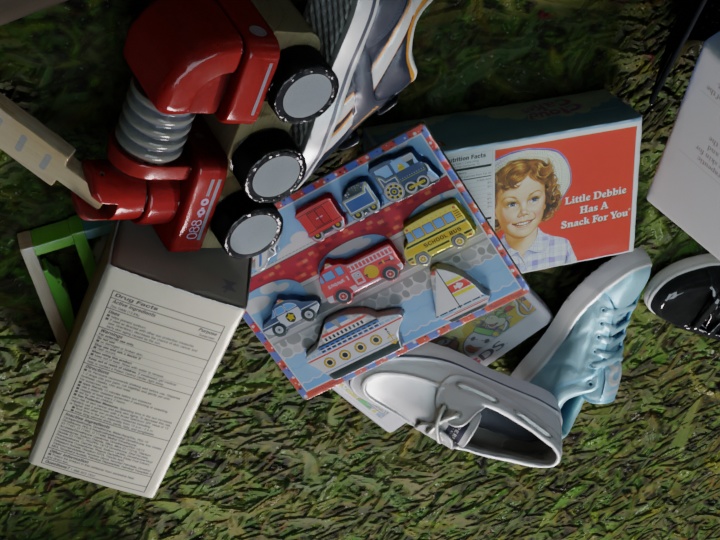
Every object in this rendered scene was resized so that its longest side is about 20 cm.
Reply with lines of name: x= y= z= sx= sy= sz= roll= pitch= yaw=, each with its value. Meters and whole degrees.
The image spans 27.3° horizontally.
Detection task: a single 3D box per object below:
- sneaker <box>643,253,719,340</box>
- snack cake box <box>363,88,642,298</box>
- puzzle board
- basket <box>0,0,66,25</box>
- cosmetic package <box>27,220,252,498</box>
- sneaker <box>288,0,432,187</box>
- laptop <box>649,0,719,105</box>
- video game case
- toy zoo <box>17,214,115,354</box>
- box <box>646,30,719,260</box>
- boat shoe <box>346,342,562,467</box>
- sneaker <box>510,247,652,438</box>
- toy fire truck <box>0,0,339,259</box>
sneaker: x=0.355 y=0.051 z=1.320 sx=0.199 sy=0.112 sz=0.073 roll=7 pitch=128 yaw=-30
snack cake box: x=0.106 y=-0.060 z=1.112 sx=0.199 sy=0.067 sz=0.116 roll=-10 pitch=119 yaw=-15
puzzle board: x=0.000 y=0.000 z=1.070 sx=0.199 sy=0.017 sz=0.151 roll=-27 pitch=111 yaw=21
basket: x=-0.159 y=-0.221 z=0.807 sx=0.199 sy=0.136 sz=0.180 roll=-27 pitch=136 yaw=8
cosmetic package: x=-0.159 y=0.058 z=1.065 sx=0.103 sy=0.087 sz=0.200 roll=20 pitch=125 yaw=-14
sneaker: x=-0.013 y=-0.126 z=1.003 sx=0.079 sy=0.079 sz=0.200 roll=-4 pitch=141 yaw=-36
laptop: x=0.299 y=-0.210 z=1.043 sx=0.199 sy=0.104 sz=0.178 roll=1 pitch=132 yaw=-26
video game case: x=0.043 y=0.042 z=1.236 sx=0.182 sy=0.023 sz=0.200 roll=-36 pitch=136 yaw=12
toy zoo: x=-0.141 y=-0.006 z=1.105 sx=0.199 sy=0.021 sz=0.132 roll=-17 pitch=137 yaw=-8
box: x=0.355 y=-0.087 z=1.062 sx=0.200 sy=0.199 sz=0.172 roll=-32 pitch=151 yaw=-28
boat shoe: x=0.082 y=0.114 z=1.233 sx=0.199 sy=0.066 sz=0.074 roll=14 pitch=127 yaw=-14
sneaker: x=0.206 y=0.068 z=1.280 sx=0.074 sy=0.082 sz=0.200 roll=-19 pitch=150 yaw=-44
toy fire truck: x=-0.143 y=-0.104 z=0.952 sx=0.199 sy=0.129 sz=0.176 roll=-4 pitch=134 yaw=-35
